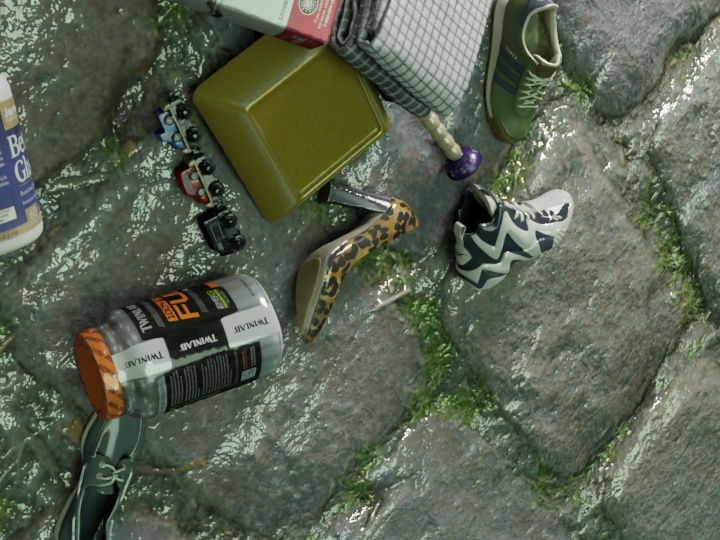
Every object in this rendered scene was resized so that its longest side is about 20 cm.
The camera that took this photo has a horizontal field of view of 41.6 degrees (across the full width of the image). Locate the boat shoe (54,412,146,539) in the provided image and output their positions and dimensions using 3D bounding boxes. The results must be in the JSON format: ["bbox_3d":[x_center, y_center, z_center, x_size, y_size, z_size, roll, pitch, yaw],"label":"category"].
[{"bbox_3d":[-0.279,0.232,1.051,0.073,0.062,0.200,20,93,-37],"label":"boat shoe"}]

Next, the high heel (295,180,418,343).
[{"bbox_3d":[0.000,0.000,1.161,0.142,0.071,0.200,14,88,-31],"label":"high heel"}]

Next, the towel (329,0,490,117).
[{"bbox_3d":[0.057,-0.290,1.043,0.166,0.086,0.200,29,71,-45],"label":"towel"}]

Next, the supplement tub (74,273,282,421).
[{"bbox_3d":[-0.196,0.085,1.024,0.200,0.122,0.123,-18,115,-30],"label":"supplement tub"}]

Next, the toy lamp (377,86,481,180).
[{"bbox_3d":[0.080,-0.192,1.166,0.058,0.058,0.200,-53,126,-9],"label":"toy lamp"}]

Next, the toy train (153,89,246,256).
[{"bbox_3d":[-0.179,-0.101,1.033,0.046,0.034,0.200,-26,120,-12],"label":"toy train"}]

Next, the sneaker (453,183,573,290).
[{"bbox_3d":[0.201,-0.078,1.273,0.199,0.079,0.130,-32,130,-11],"label":"sneaker"}]

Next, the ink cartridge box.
[{"bbox_3d":[-0.113,-0.321,0.932,0.200,0.083,0.145,15,97,-17],"label":"ink cartridge box"}]

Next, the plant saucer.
[{"bbox_3d":[-0.058,-0.173,1.059,0.200,0.048,0.200,-41,133,-14],"label":"plant saucer"}]

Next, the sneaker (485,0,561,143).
[{"bbox_3d":[0.215,-0.257,1.217,0.067,0.090,0.200,-13,113,-32],"label":"sneaker"}]

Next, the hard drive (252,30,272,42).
[{"bbox_3d":[-0.039,-0.343,1.049,0.200,0.033,0.140,-25,118,-26],"label":"hard drive"}]

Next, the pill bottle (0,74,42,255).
[{"bbox_3d":[-0.361,-0.117,0.849,0.111,0.111,0.200,-19,116,-29],"label":"pill bottle"}]
